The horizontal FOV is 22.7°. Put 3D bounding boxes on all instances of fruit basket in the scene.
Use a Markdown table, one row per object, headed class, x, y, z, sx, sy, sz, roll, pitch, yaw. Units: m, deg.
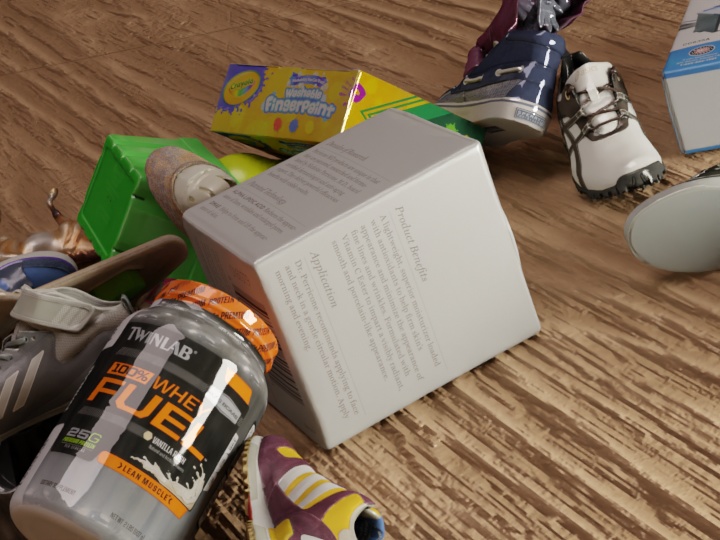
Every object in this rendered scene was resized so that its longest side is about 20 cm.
| class | x | y | z | sx | sy | sz | roll | pitch | yaw |
| --- | --- | --- | --- | --- | --- | --- | --- | --- | --- |
| fruit basket | -0.144 | -0.048 | 1.678 | 0.214 | 0.156 | 0.216 | 21 | 10 | -4 |

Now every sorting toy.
| class | x | y | z | sx | sy | sz | roll | pitch | yaw |
| --- | --- | --- | --- | --- | --- | --- | --- | --- | --- |
| sorting toy | -0.253 | 0.047 | 1.462 | 0.199 | 0.037 | 0.185 | -20 | -15 | -47 |

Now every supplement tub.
| class | x | y | z | sx | sy | sz | roll | pitch | yaw |
| --- | --- | --- | --- | --- | --- | --- | --- | --- | --- |
| supplement tub | -0.144 | 0.113 | 1.241 | 0.122 | 0.123 | 0.201 | 2 | 54 | 42 |

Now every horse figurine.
| class | x | y | z | sx | sy | sz | roll | pitch | yaw |
| --- | --- | --- | --- | --- | --- | --- | --- | --- | --- |
| horse figurine | -0.334 | -0.028 | 1.840 | 0.199 | 0.050 | 0.133 | -17 | 40 | -10 |

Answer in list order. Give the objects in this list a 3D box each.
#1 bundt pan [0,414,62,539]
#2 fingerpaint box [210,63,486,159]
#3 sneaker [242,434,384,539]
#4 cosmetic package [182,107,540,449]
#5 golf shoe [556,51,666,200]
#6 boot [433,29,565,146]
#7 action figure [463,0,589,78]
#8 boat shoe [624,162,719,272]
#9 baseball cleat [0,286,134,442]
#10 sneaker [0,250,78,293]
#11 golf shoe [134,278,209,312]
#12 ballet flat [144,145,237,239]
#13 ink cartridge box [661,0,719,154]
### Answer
| class | x | y | z | sx | sy | sz | roll | pitch | yaw |
| --- | --- | --- | --- | --- | --- | --- | --- | --- | --- |
| bundt pan | -0.241 | 0.147 | 1.373 | 0.201 | 0.076 | 0.202 | -18 | 24 | 8 |
| fingerpaint box | -0.014 | -0.129 | 1.665 | 0.199 | 0.166 | 0.074 | 11 | 83 | 50 |
| sneaker | -0.031 | 0.168 | 1.181 | 0.089 | 0.075 | 0.200 | -3 | 23 | -5 |
| cosmetic package | 0.000 | 0.000 | 1.378 | 0.199 | 0.166 | 0.165 | -27 | 24 | -16 |
| golf shoe | 0.207 | -0.129 | 1.570 | 0.077 | 0.095 | 0.200 | -20 | 25 | -2 |
| boot | 0.129 | -0.171 | 1.679 | 0.200 | 0.072 | 0.091 | 5 | 76 | 64 |
| action figure | 0.144 | -0.234 | 1.775 | 0.133 | 0.150 | 0.200 | -22 | -10 | -25 |
| boat shoe | 0.294 | -0.052 | 1.374 | 0.199 | 0.071 | 0.064 | -14 | 24 | -3 |
| baseball cleat | -0.257 | 0.073 | 1.320 | 0.199 | 0.107 | 0.070 | -21 | 10 | -12 |
| sneaker | -0.332 | 0.065 | 1.635 | 0.199 | 0.081 | 0.146 | -24 | 32 | -14 |
| golf shoe | -0.171 | 0.051 | 1.504 | 0.199 | 0.092 | 0.075 | -16 | 25 | 16 |
| ballet flat | -0.110 | -0.040 | 1.526 | 0.068 | 0.200 | 0.067 | -36 | -12 | -24 |
| ink cartridge box | 0.359 | -0.193 | 1.591 | 0.145 | 0.086 | 0.200 | -10 | 28 | 24 |
